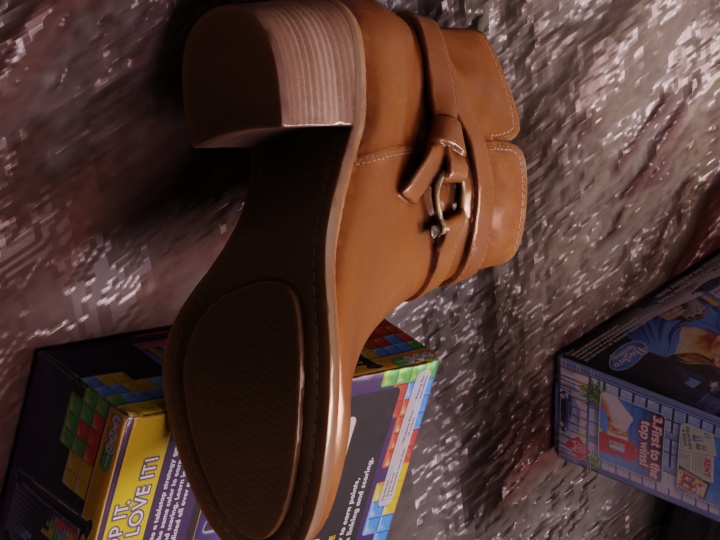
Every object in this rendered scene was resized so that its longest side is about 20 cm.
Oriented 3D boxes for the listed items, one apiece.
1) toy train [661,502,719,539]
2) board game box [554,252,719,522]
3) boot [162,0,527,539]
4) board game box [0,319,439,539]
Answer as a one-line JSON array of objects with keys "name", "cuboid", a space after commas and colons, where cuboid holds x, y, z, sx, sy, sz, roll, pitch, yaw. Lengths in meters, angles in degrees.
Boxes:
[{"name": "toy train", "cuboid": [0.197, 0.156, 1.424, 0.113, 0.085, 0.201, -11, 128, -30]}, {"name": "board game box", "cuboid": [0.225, 0.061, 1.275, 0.199, 0.199, 0.062, -30, 136, -32]}, {"name": "boot", "cuboid": [0.000, 0.000, 1.038, 0.155, 0.076, 0.201, -2, 85, -54]}, {"name": "board game box", "cuboid": [-0.067, 0.118, 1.099, 0.165, 0.057, 0.201, -7, 121, -45]}]
